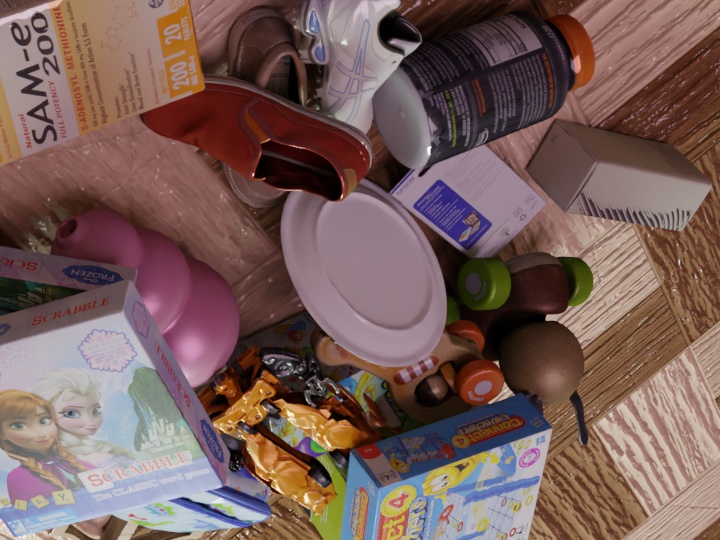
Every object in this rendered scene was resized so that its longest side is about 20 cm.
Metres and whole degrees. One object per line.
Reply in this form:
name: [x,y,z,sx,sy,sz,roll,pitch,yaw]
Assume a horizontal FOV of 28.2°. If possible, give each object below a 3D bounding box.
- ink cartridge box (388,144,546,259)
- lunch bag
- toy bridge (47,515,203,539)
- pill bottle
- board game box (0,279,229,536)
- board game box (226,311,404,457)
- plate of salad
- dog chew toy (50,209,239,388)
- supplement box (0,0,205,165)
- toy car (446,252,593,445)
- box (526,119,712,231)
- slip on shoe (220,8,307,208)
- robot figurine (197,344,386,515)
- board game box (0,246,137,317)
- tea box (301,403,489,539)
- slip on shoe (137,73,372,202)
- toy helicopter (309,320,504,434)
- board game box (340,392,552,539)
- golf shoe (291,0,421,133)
ink cartridge box: [0.102,-0.082,1.438,0.099,0.039,0.200,-45,142,7]
lunch bag: [-0.188,0.192,1.374,0.160,0.083,0.200,-14,149,34]
toy bridge: [-0.251,0.270,1.503,0.200,0.027,0.067,11,121,-43]
pill bottle: [0.116,-0.172,1.306,0.200,0.106,0.106,-22,138,-22]
board game box: [-0.236,0.118,1.164,0.199,0.041,0.200,-16,125,13]
board game box: [-0.024,0.104,1.463,0.200,0.105,0.103,-24,138,-18]
plate of salad: [0.000,0.000,1.331,0.200,0.201,0.048,8,150,-42]
dog chew toy: [-0.192,0.020,1.246,0.124,0.125,0.200,-40,133,1]
supplement box: [-0.226,-0.167,1.070,0.200,0.074,0.126,-24,138,-18]
toy car: [0.174,0.096,1.510,0.164,0.201,0.158,-1,154,-42]
box: [0.278,-0.099,1.527,0.200,0.082,0.068,6,124,-40]
slip on shoe: [-0.077,-0.127,1.236,0.076,0.061,0.200,-17,136,-26]
robot figurine: [-0.070,0.144,1.324,0.145,0.058,0.200,-42,127,8]
board game box: [-0.294,0.070,1.192,0.199,0.041,0.200,9,127,-4]
tea box: [0.049,0.216,1.553,0.199,0.197,0.134,-17,136,-25]
slip on shoe: [-0.090,-0.107,1.175,0.199,0.061,0.074,18,138,-1]
toy helicopter: [0.031,0.099,1.381,0.200,0.079,0.132,23,116,-32]
board game box: [0.079,0.235,1.402,0.195,0.056,0.201,-16,132,-26]
golf shoe: [0.005,-0.172,1.205,0.097,0.079,0.200,-3,153,7]
